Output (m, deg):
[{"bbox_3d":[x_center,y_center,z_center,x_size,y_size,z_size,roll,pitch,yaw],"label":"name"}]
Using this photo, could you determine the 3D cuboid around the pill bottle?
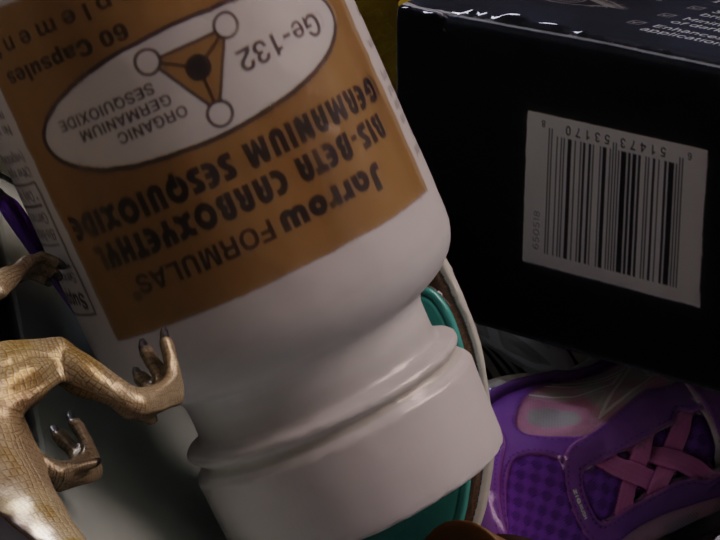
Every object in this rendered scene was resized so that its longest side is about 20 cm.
[{"bbox_3d":[-0.038,-0.021,0.849,0.114,0.114,0.201,-61,128,-75],"label":"pill bottle"}]

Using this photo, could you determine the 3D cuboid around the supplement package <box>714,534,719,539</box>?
[{"bbox_3d":[0.190,0.170,0.992,0.200,0.120,0.121,29,19,-44],"label":"supplement package"}]

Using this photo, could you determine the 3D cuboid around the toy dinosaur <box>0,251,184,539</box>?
[{"bbox_3d":[-0.101,0.037,0.765,0.101,0.058,0.200,3,32,-46],"label":"toy dinosaur"}]

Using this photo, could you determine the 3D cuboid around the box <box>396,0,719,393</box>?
[{"bbox_3d":[0.148,-0.042,1.037,0.196,0.118,0.200,16,23,38],"label":"box"}]

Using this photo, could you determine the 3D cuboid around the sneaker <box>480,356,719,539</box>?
[{"bbox_3d":[0.098,0.063,1.019,0.200,0.088,0.081,-25,100,-53],"label":"sneaker"}]

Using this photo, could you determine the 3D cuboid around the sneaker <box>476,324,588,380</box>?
[{"bbox_3d":[0.024,0.005,1.109,0.201,0.076,0.115,54,16,29],"label":"sneaker"}]

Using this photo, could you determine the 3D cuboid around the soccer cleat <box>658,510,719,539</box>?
[{"bbox_3d":[0.128,0.121,1.105,0.086,0.070,0.200,31,8,20],"label":"soccer cleat"}]

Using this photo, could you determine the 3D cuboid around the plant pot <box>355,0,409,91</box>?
[{"bbox_3d":[-0.045,-0.160,1.138,0.200,0.199,0.177,47,21,-65],"label":"plant pot"}]

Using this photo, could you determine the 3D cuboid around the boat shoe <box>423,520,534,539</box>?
[{"bbox_3d":[0.071,0.143,0.848,0.070,0.070,0.200,31,18,-27],"label":"boat shoe"}]

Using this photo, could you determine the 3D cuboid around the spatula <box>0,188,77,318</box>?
[{"bbox_3d":[-0.146,-0.039,0.887,0.200,0.021,0.057,39,0,-7],"label":"spatula"}]

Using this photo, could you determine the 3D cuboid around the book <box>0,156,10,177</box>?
[{"bbox_3d":[-0.168,-0.122,1.023,0.133,0.048,0.200,33,19,-37],"label":"book"}]

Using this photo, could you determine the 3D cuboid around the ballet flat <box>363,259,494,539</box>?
[{"bbox_3d":[0.000,0.000,0.940,0.069,0.069,0.201,-58,130,-75],"label":"ballet flat"}]
